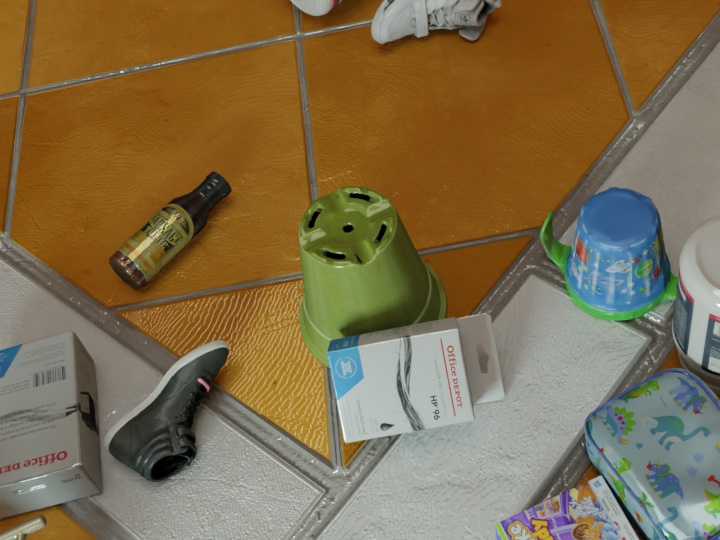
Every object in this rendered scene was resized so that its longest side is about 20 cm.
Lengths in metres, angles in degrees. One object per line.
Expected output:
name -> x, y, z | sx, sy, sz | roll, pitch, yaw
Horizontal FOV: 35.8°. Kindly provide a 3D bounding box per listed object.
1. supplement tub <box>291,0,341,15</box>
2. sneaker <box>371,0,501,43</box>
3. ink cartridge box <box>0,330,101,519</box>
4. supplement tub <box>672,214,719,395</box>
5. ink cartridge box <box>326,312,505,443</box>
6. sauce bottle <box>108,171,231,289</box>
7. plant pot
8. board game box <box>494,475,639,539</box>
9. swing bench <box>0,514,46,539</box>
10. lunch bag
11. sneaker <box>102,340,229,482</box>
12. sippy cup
supplement tub -> -0.035, -0.519, 1.788 | 0.200, 0.141, 0.140 | -40, 57, -17
sneaker -> 0.119, -0.397, 1.718 | 0.199, 0.075, 0.115 | -33, 52, -16
ink cartridge box -> -0.413, 0.195, 1.410 | 0.144, 0.084, 0.201 | -15, 54, 1
supplement tub -> 0.429, 0.042, 1.266 | 0.139, 0.200, 0.141 | -6, 54, 8
ink cartridge box -> 0.069, 0.127, 1.331 | 0.199, 0.068, 0.117 | -11, 98, 4
sauce bottle -> -0.265, -0.062, 1.572 | 0.066, 0.066, 0.200 | 30, 67, 28
plant pot -> 0.000, 0.000, 1.395 | 0.199, 0.190, 0.201 | -6, 55, 8
board game box -> 0.247, 0.338, 1.192 | 0.134, 0.045, 0.201 | -24, 54, -5
swing bench -> -0.404, 0.377, 1.209 | 0.199, 0.199, 0.130 | -11, 54, 5
lunch bag -> 0.357, 0.217, 1.232 | 0.160, 0.083, 0.200 | -29, 55, -8
sneaker -> -0.218, 0.182, 1.391 | 0.200, 0.071, 0.099 | -45, 60, -12
sippy cup -> 0.320, -0.029, 1.383 | 0.177, 0.131, 0.140 | -12, 54, 3
